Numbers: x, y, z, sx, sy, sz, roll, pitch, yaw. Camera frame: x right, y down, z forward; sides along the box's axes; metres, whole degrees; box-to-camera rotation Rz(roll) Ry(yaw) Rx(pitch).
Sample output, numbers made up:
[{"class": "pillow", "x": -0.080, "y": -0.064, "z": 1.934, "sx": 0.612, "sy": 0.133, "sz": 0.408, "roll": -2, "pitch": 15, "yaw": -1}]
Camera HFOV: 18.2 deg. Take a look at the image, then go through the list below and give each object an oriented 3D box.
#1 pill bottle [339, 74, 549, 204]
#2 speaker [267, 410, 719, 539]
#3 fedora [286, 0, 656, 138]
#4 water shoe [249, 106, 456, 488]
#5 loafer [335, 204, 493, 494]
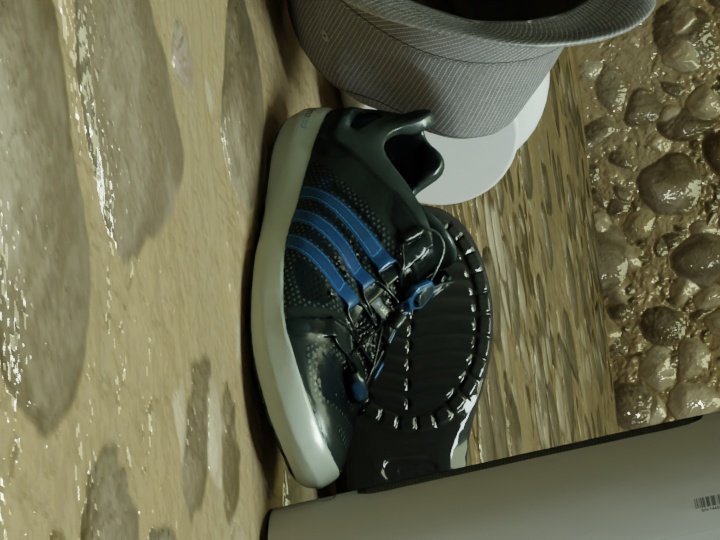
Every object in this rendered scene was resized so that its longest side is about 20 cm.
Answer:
[{"class": "pill bottle", "x": 0.046, "y": -0.119, "z": 1.200, "sx": 0.200, "sy": 0.111, "sz": 0.111, "roll": -81, "pitch": 160, "yaw": -59}, {"class": "speaker", "x": 0.066, "y": 0.113, "z": 0.886, "sx": 0.081, "sy": 0.199, "sz": 0.081, "roll": -13, "pitch": 90, "yaw": -81}, {"class": "fedora", "x": 0.032, "y": -0.128, "z": 1.039, "sx": 0.200, "sy": 0.177, "sz": 0.090, "roll": 46, "pitch": -44, "yaw": 31}, {"class": "water shoe", "x": 0.000, "y": 0.000, "z": 0.944, "sx": 0.072, "sy": 0.079, "sz": 0.200, "roll": 71, "pitch": 15, "yaw": -47}, {"class": "loafer", "x": 0.013, "y": 0.070, "z": 1.027, "sx": 0.071, "sy": 0.073, "sz": 0.201, "roll": 157, "pitch": -61, "yaw": -74}]
